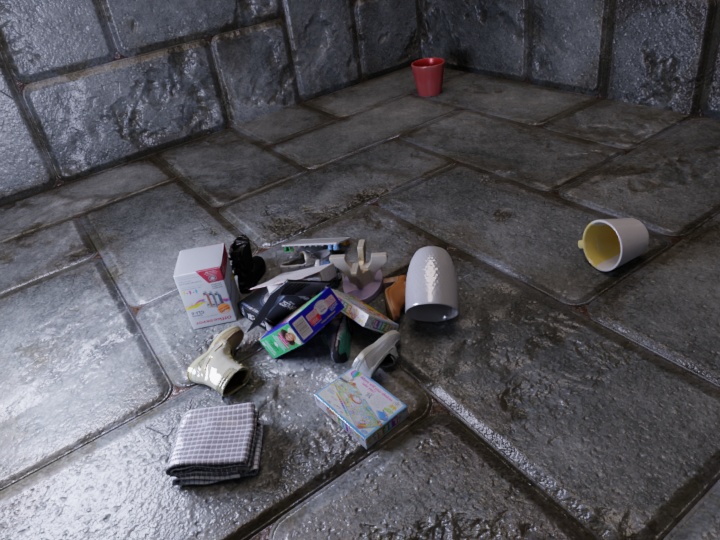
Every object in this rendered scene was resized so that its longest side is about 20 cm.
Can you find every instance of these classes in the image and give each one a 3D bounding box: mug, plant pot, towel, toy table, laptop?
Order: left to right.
[{"bbox_3d":[-0.323,0.388,1.279,0.195,0.087,0.167,-7,33,3],"label":"towel"},{"bbox_3d":[-0.201,0.101,1.575,0.196,0.119,0.187,2,-14,-24],"label":"laptop"},{"bbox_3d":[0.000,0.000,1.762,0.179,0.119,0.202,-9,33,2],"label":"toy table"},{"bbox_3d":[0.402,-1.132,3.335,0.195,0.181,0.202,-6,32,4],"label":"plant pot"},{"bbox_3d":[0.211,0.042,1.583,0.145,0.199,0.179,-14,61,35],"label":"mug"},{"bbox_3d":[0.761,-0.098,1.696,0.150,0.152,0.187,-13,38,-21],"label":"mug"}]

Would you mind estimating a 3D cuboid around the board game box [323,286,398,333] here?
[{"bbox_3d":[-0.003,0.113,1.577,0.133,0.035,0.199,22,6,-46],"label":"board game box"}]

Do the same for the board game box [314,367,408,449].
[{"bbox_3d":[0.000,0.319,1.348,0.133,0.035,0.199,-30,38,-28],"label":"board game box"}]

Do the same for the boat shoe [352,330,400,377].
[{"bbox_3d":[0.057,0.219,1.453,0.071,0.071,0.200,40,34,17],"label":"boat shoe"}]

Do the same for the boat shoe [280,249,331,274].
[{"bbox_3d":[-0.180,-0.032,1.900,0.198,0.071,0.070,-28,36,-27],"label":"boat shoe"}]

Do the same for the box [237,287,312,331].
[{"bbox_3d":[-0.255,0.110,1.726,0.159,0.044,0.198,-34,40,-32],"label":"box"}]

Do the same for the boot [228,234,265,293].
[{"bbox_3d":[-0.375,-0.041,1.877,0.071,0.166,0.200,-1,33,10],"label":"boot"}]

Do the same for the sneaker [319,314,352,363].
[{"bbox_3d":[-0.074,0.194,1.539,0.086,0.076,0.201,-14,20,12],"label":"sneaker"}]

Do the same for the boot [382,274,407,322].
[{"bbox_3d":[0.145,0.072,1.656,0.151,0.075,0.202,-5,35,1],"label":"boot"}]

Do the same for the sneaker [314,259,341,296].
[{"bbox_3d":[-0.106,0.023,1.789,0.087,0.080,0.202,-7,32,9],"label":"sneaker"}]

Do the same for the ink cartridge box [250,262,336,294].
[{"bbox_3d":[-0.193,0.035,1.648,0.196,0.046,0.176,-12,10,29],"label":"ink cartridge box"}]

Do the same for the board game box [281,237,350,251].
[{"bbox_3d":[-0.147,-0.089,1.948,0.195,0.027,0.200,-2,8,12],"label":"board game box"}]

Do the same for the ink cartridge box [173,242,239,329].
[{"bbox_3d":[-0.463,0.048,1.732,0.142,0.204,0.146,-11,34,-2],"label":"ink cartridge box"}]

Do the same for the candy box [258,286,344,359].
[{"bbox_3d":[-0.160,0.144,1.527,0.169,0.078,0.199,-40,3,-38],"label":"candy box"}]

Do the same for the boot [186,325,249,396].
[{"bbox_3d":[-0.347,0.242,1.523,0.152,0.073,0.200,14,44,33],"label":"boot"}]
